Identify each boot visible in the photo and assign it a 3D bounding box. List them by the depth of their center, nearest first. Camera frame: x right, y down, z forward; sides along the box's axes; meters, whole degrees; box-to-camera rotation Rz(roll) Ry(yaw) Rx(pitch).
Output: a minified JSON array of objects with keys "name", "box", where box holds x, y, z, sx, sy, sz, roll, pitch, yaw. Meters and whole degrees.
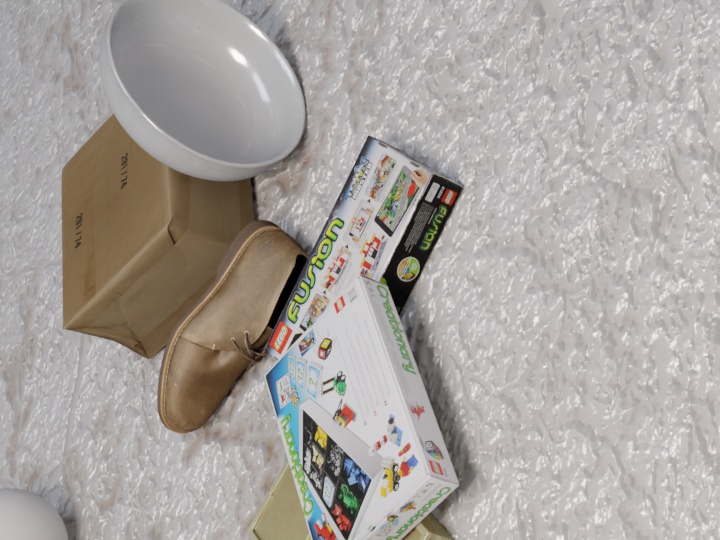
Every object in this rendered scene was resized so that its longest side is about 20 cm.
[{"name":"boot","box":[-0.108,0.058,1.661,0.075,0.073,0.201,34,98,45]}]

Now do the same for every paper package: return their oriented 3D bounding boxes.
[{"name":"paper package","box":[-0.191,-0.054,1.802,0.190,0.103,0.201,-41,43,35]}]

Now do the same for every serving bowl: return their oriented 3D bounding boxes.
[{"name":"serving bowl","box":[-0.149,-0.155,1.721,0.066,0.199,0.201,-47,39,40]}]

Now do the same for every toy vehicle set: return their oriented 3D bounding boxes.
[{"name":"toy vehicle set","box":[-0.012,0.203,1.479,0.125,0.026,0.200,-60,35,11]}]

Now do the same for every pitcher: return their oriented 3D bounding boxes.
[{"name":"pitcher","box":[-0.347,0.298,1.759,0.200,0.121,0.173,-48,-26,-68]}]

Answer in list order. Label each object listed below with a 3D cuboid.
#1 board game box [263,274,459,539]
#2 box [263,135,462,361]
[{"name":"board game box","box":[-0.004,0.117,1.454,0.126,0.034,0.201,-46,42,27]},{"name":"box","box":[0.000,0.000,1.568,0.110,0.035,0.201,36,102,55]}]
